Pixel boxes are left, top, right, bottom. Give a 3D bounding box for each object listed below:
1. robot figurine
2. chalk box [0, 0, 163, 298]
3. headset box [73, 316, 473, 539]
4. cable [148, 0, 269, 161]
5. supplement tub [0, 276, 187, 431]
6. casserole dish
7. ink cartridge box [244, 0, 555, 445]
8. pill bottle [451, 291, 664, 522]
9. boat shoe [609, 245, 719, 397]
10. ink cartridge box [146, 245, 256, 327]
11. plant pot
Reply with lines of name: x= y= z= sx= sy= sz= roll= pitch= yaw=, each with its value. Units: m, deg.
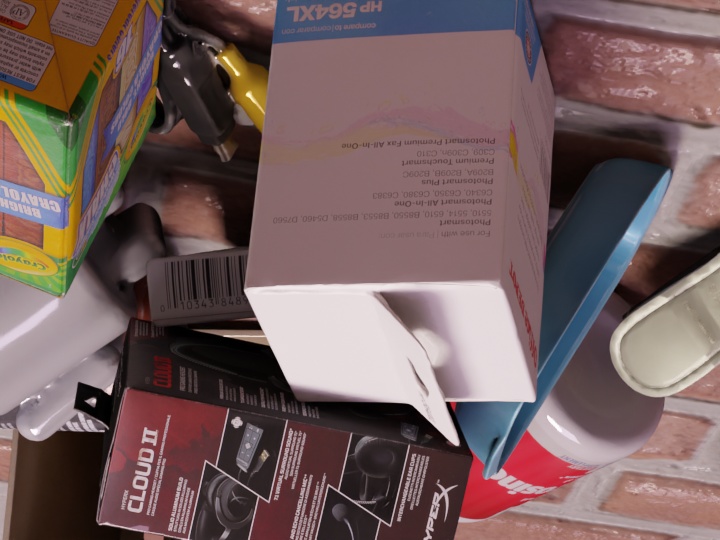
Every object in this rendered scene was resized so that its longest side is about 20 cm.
robot figurine: x=-0.203 y=0.016 z=1.298 sx=0.199 sy=0.113 sz=0.170 roll=-33 pitch=108 yaw=4
chalk box: x=-0.172 y=-0.080 z=1.123 sx=0.124 sy=0.124 sz=0.200 roll=20 pitch=147 yaw=4
headset box: x=-0.052 y=0.091 z=1.223 sx=0.199 sy=0.078 sz=0.149 roll=13 pitch=-169 yaw=-7
cable: x=-0.094 y=-0.127 z=1.172 sx=0.097 sy=0.050 sz=0.201 roll=15 pitch=146 yaw=32
supplement tub: x=-0.209 y=0.042 z=1.407 sx=0.198 sy=0.108 sz=0.107 roll=1 pitch=151 yaw=6
casserole dish: x=0.104 y=0.019 z=1.254 sx=0.039 sy=0.201 sz=0.121 roll=29 pitch=158 yaw=10
ink cartridge box: x=0.022 y=-0.028 z=1.141 sx=0.124 sy=0.201 sz=0.129 roll=-1 pitch=152 yaw=13
pill bottle: x=0.084 y=0.089 z=1.440 sx=0.112 sy=0.113 sz=0.200 roll=22 pitch=147 yaw=-28
boat shoe: x=0.231 y=0.005 z=1.322 sx=0.201 sy=0.061 sz=0.072 roll=-29 pitch=93 yaw=34
ink cartridge box: x=0.000 y=0.000 z=1.316 sx=0.195 sy=0.044 sz=0.200 roll=-6 pitch=-179 yaw=11
plant pot: x=-0.113 y=0.158 z=1.534 sx=0.198 sy=0.201 sz=0.177 roll=1 pitch=164 yaw=7
